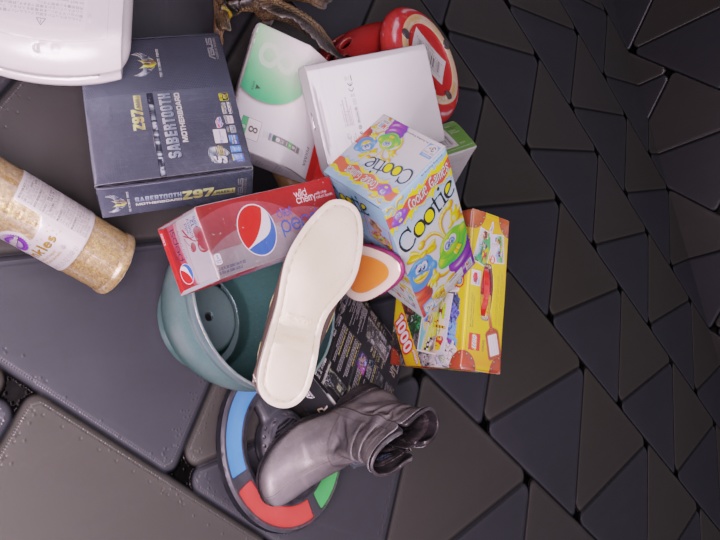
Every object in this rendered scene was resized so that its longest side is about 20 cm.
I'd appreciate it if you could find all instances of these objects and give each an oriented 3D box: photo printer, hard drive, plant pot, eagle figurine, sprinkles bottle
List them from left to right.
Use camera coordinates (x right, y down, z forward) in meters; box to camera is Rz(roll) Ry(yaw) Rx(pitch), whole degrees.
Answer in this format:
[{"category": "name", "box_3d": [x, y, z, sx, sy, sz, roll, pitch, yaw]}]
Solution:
[{"category": "sprinkles bottle", "box_3d": [-0.310, -0.053, 0.665, 0.199, 0.067, 0.070, 36, 50, -37]}, {"category": "photo printer", "box_3d": [-0.311, -0.281, 0.707, 0.161, 0.069, 0.206, 2, 71, -18]}, {"category": "plant pot", "box_3d": [-0.141, 0.040, 0.782, 0.198, 0.132, 0.206, 23, 58, -43]}, {"category": "eagle figurine", "box_3d": [-0.106, -0.366, 0.968, 0.152, 0.194, 0.156, -113, -157, -58]}, {"category": "hard drive", "box_3d": [0.019, -0.217, 0.939, 0.196, 0.026, 0.136, -20, 101, -31]}, {"category": "plant pot", "box_3d": [0.040, -0.284, 1.092, 0.198, 0.180, 0.206, 19, 64, -43]}]

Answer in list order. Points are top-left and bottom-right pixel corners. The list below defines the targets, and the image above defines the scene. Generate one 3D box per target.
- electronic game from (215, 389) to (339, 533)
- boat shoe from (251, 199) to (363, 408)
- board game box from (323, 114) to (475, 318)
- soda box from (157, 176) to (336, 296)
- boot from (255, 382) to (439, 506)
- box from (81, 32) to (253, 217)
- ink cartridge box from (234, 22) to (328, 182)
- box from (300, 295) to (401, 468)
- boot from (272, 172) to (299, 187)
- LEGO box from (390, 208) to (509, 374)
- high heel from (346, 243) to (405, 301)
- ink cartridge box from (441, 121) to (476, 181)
[{"category": "electronic game", "box_3d": [-0.092, 0.207, 0.850, 0.198, 0.041, 0.206, 24, 58, -44]}, {"category": "boat shoe", "box_3d": [-0.053, 0.029, 0.686, 0.070, 0.059, 0.205, 20, 82, -14]}, {"category": "board game box", "box_3d": [0.052, -0.059, 0.830, 0.103, 0.104, 0.202, -44, 142, -15]}, {"category": "soda box", "box_3d": [-0.099, -0.039, 0.707, 0.198, 0.062, 0.072, -22, 92, -52]}, {"category": "boot", "box_3d": [-0.016, 0.198, 0.781, 0.199, 0.131, 0.071, -38, 113, -22]}, {"category": "box", "box_3d": [-0.206, -0.159, 0.744, 0.153, 0.051, 0.204, -9, 60, -15]}, {"category": "ink cartridge box", "box_3d": [-0.068, -0.199, 0.914, 0.195, 0.050, 0.166, 18, 78, -17]}, {"category": "box", "box_3d": [-0.013, 0.128, 0.943, 0.162, 0.043, 0.202, 54, 31, -25]}, {"category": "boot", "box_3d": [-0.102, -0.116, 0.953, 0.174, 0.065, 0.204, -28, 95, -54]}, {"category": "LEGO box", "box_3d": [0.121, 0.033, 0.969, 0.076, 0.147, 0.206, 12, 79, -35]}, {"category": "high heel", "box_3d": [0.000, 0.000, 0.849, 0.094, 0.197, 0.069, -14, 89, -43]}, {"category": "ink cartridge box", "box_3d": [0.090, -0.127, 1.100, 0.102, 0.202, 0.060, -23, 62, -39]}]
